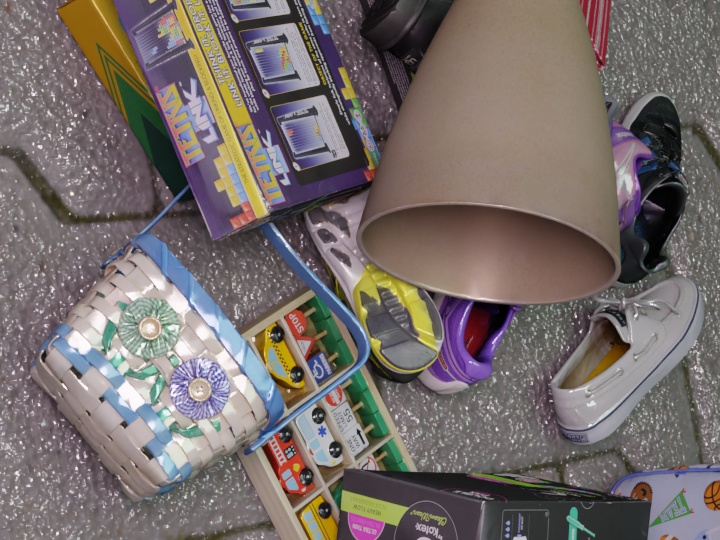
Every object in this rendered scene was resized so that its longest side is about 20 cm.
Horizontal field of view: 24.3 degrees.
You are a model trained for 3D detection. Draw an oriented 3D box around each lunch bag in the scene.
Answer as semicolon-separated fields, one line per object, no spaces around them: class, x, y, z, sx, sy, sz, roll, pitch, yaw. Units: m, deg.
lunch bag;0.291;0.244;1.386;0.075;0.199;0.162;28;64;-39

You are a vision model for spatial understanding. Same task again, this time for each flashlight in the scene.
flashlight;0.130;-0.076;1.339;0.068;0.068;0.201;43;57;-15

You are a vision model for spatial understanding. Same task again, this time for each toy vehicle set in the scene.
toy vehicle set;-0.033;0.125;1.268;0.124;0.026;0.201;-34;102;-37

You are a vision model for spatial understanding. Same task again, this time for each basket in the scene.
basket;-0.108;0.050;1.143;0.177;0.139;0.200;48;60;-2

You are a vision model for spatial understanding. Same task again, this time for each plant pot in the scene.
plant pot;0.104;-0.102;1.196;0.186;0.187;0.202;23;67;-32

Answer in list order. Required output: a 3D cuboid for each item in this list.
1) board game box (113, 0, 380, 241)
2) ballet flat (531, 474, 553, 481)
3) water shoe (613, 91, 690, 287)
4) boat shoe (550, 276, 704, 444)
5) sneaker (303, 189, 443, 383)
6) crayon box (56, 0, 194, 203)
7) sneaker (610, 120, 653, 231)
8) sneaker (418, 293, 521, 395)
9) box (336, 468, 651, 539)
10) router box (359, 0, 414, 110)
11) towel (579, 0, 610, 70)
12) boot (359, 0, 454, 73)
board game box;-0.076;-0.134;1.169;0.165;0.056;0.202;-20;87;-56
ballet flat;0.176;0.267;1.376;0.068;0.067;0.202;-5;84;-38
water shoe;0.269;-0.075;1.508;0.071;0.079;0.202;32;63;-29
boat shoe;0.225;0.053;1.449;0.202;0.074;0.087;-43;124;-28
sneaker;0.000;0.000;1.296;0.074;0.085;0.202;-13;68;-14
crayon box;-0.134;-0.169;1.233;0.127;0.051;0.201;-41;107;-36
sneaker;0.195;-0.053;1.434;0.088;0.080;0.201;30;63;-10
sneaker;0.107;0.008;1.364;0.080;0.083;0.202;28;64;-30
box;0.097;0.219;1.247;0.199;0.148;0.126;7;88;-44
router box;0.088;-0.195;1.402;0.149;0.062;0.202;-23;96;-39
towel;0.168;-0.288;1.459;0.201;0.022;0.145;57;29;-29
boot;0.105;-0.211;1.325;0.157;0.079;0.212;37;72;-18
